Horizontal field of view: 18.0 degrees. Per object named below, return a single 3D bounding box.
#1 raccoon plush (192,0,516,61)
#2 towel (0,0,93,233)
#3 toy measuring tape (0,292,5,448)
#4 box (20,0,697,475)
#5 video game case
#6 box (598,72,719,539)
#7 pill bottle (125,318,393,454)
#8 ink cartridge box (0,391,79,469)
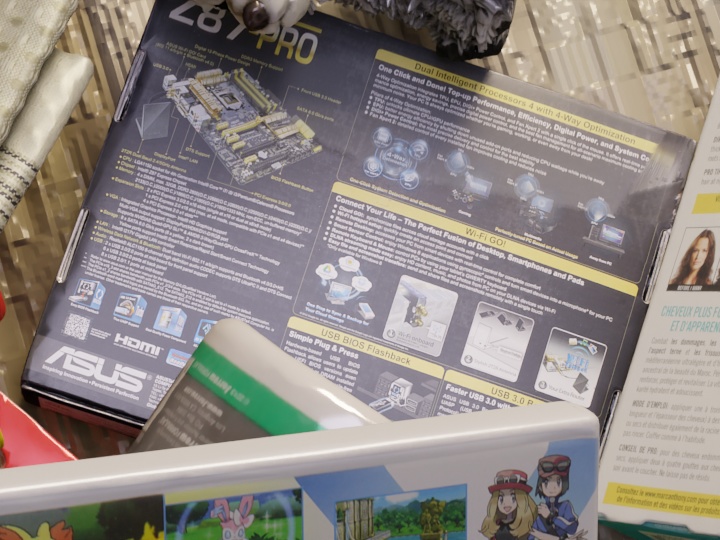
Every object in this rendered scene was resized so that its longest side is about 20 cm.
[{"bbox_3d":[-0.004,-0.145,0.798,0.133,0.097,0.200,11,34,2],"label":"raccoon plush"},{"bbox_3d":[-0.200,-0.040,0.754,0.192,0.035,0.201,16,69,22],"label":"towel"},{"bbox_3d":[-0.125,0.039,0.645,0.073,0.074,0.201,-19,69,-10],"label":"toy measuring tape"},{"bbox_3d":[0.000,0.000,0.795,0.199,0.049,0.162,18,79,-3],"label":"box"},{"bbox_3d":[-0.026,0.136,0.637,0.199,0.022,0.183,-5,104,-21],"label":"video game case"},{"bbox_3d":[0.146,0.000,0.765,0.049,0.082,0.201,27,76,-31],"label":"box"},{"bbox_3d":[-0.051,0.126,0.698,0.113,0.113,0.200,33,88,1],"label":"pill bottle"},{"bbox_3d":[-0.184,0.117,0.740,0.116,0.067,0.200,40,77,4],"label":"ink cartridge box"}]
